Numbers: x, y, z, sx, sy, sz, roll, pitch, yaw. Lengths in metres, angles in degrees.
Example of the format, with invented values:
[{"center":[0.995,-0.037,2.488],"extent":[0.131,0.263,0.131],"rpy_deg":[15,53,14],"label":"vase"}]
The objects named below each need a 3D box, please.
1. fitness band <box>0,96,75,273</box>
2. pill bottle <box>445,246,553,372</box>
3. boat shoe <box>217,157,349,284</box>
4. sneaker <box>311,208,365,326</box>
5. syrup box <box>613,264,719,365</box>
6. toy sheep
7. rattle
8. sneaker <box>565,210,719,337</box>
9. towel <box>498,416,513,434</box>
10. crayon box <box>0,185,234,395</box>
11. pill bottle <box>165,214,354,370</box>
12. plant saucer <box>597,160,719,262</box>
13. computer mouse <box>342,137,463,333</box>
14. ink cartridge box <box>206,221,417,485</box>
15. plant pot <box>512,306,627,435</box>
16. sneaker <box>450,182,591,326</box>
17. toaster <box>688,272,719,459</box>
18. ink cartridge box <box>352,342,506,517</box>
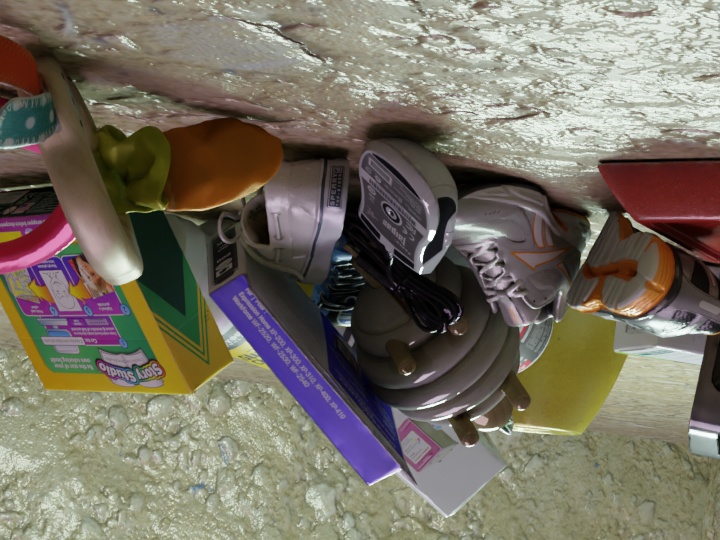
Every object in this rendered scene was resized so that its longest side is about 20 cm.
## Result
[{"center":[-0.267,-0.052,1.088],"extent":[0.200,0.037,0.144],"rpy_deg":[14,125,-38],"label":"fitness band"},{"center":[0.109,0.037,1.466],"extent":[0.111,0.111,0.200],"rpy_deg":[4,172,16],"label":"pill bottle"},{"center":[-0.060,-0.037,1.214],"extent":[0.086,0.075,0.202],"rpy_deg":[6,169,-5],"label":"boat shoe"},{"center":[0.000,0.000,1.368],"extent":[0.079,0.089,0.200],"rpy_deg":[6,170,1],"label":"sneaker"},{"center":[0.332,0.046,1.473],"extent":[0.200,0.081,0.079],"rpy_deg":[10,172,-20],"label":"syrup box"},{"center":[0.058,0.053,1.291],"extent":[0.138,0.138,0.200],"rpy_deg":[-2,134,43],"label":"toy sheep"},{"center":[-0.132,-0.084,0.972],"extent":[0.143,0.130,0.200],"rpy_deg":[-6,144,6],"label":"rattle"},{"center":[0.204,0.011,1.192],"extent":[0.077,0.078,0.200],"rpy_deg":[24,-173,-8],"label":"sneaker"},{"center":[0.058,0.068,1.556],"extent":[0.153,0.023,0.200],"rpy_deg":[32,-168,-34],"label":"towel"},{"center":[-0.219,0.016,1.376],"extent":[0.200,0.173,0.058],"rpy_deg":[-2,-149,44],"label":"crayon box"},{"center":[-0.103,0.020,1.468],"extent":[0.200,0.112,0.112],"rpy_deg":[23,163,-41],"label":"pill bottle"},{"center":[0.285,-0.034,1.116],"extent":[0.200,0.037,0.200],"rpy_deg":[0,170,31],"label":"plant saucer"},{"center":[0.035,-0.034,1.123],"extent":[0.110,0.044,0.200],"rpy_deg":[46,161,15],"label":"computer mouse"},{"center":[-0.041,0.067,1.272],"extent":[0.198,0.043,0.200],"rpy_deg":[51,-175,-16],"label":"ink cartridge box"},{"center":[0.177,0.089,1.669],"extent":[0.200,0.142,0.200],"rpy_deg":[6,171,1],"label":"plant pot"},{"center":[0.109,-0.009,1.220],"extent":[0.076,0.092,0.200],"rpy_deg":[0,169,36],"label":"sneaker"},{"center":[0.354,0.062,1.260],"extent":[0.181,0.200,0.119],"rpy_deg":[12,171,16],"label":"toaster"},{"center":[0.032,0.123,1.596],"extent":[0.200,0.085,0.145],"rpy_deg":[45,-173,-30],"label":"ink cartridge box"}]
